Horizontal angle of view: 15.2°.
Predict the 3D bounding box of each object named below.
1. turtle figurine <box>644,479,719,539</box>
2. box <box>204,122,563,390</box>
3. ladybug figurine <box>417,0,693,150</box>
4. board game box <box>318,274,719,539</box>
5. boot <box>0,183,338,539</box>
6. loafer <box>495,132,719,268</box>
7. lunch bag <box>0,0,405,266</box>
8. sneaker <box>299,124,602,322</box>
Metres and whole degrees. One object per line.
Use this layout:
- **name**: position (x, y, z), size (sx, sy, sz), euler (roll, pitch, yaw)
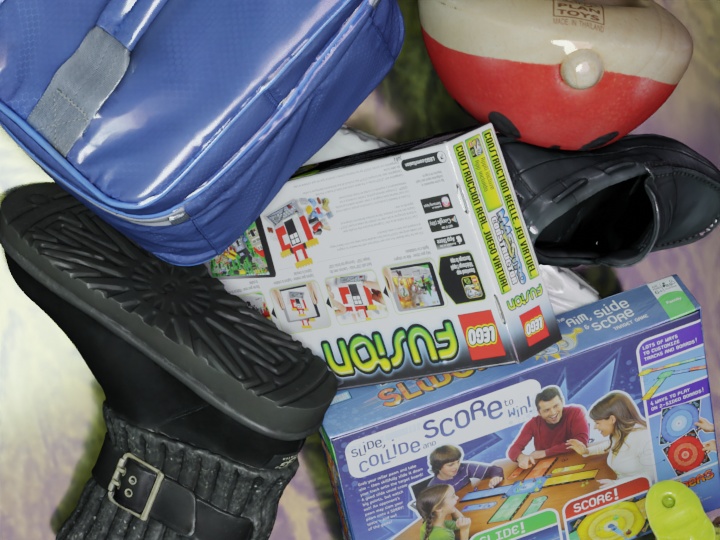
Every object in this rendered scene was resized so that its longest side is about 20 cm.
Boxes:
- **turtle figurine**: position (0.191, 0.152, 1.389), size (0.199, 0.162, 0.065), euler (0, 58, 1)
- **box**: position (0.000, 0.000, 1.315), size (0.035, 0.199, 0.111), euler (-26, 101, -42)
- **ladybug figurine**: position (0.091, -0.105, 1.317), size (0.135, 0.200, 0.072), euler (10, 103, -3)
- **board game box**: position (0.084, 0.094, 1.378), size (0.199, 0.035, 0.136), euler (-18, 126, -9)
- **boot**: position (-0.120, 0.071, 1.353), size (0.211, 0.079, 0.158), euler (39, 123, 20)
- **loafer**: position (0.124, -0.028, 1.347), size (0.200, 0.070, 0.068), euler (1, 125, -48)
- **lunch bag**: position (-0.073, -0.114, 1.255), size (0.136, 0.132, 0.200), euler (40, 88, 14)
- **sneaker**: position (0.031, 0.003, 1.375), size (0.200, 0.078, 0.100), euler (36, 91, -9)
